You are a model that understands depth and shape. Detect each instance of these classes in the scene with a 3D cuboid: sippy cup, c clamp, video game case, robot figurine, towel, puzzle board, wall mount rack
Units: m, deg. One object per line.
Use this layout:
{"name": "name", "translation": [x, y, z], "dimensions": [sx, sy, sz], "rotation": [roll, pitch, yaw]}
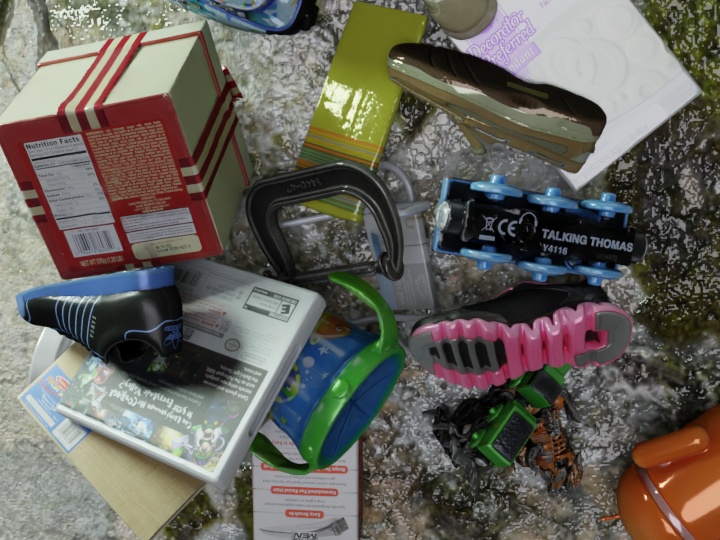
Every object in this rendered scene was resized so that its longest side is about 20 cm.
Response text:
{"name": "sippy cup", "translation": [-0.049, 0.091, 0.942], "dimensions": [0.130, 0.140, 0.178], "rotation": [34, 75, 18]}
{"name": "c clamp", "translation": [-0.031, -0.019, 0.956], "dimensions": [0.200, 0.027, 0.171], "rotation": [-15, 106, 42]}
{"name": "video game case", "translation": [-0.151, 0.077, 0.902], "dimensions": [0.200, 0.023, 0.182], "rotation": [16, 67, 32]}
{"name": "robot figurine", "translation": [0.332, 0.207, 0.988], "dimensions": [0.200, 0.144, 0.117], "rotation": [-39, 63, 13]}
{"name": "towel", "translation": [-0.002, -0.148, 0.955], "dimensions": [0.086, 0.018, 0.200], "rotation": [21, 93, 30]}
{"name": "puzzle board", "translation": [-0.199, 0.126, 0.930], "dimensions": [0.200, 0.017, 0.151], "rotation": [39, 77, 27]}
{"name": "wall mount rack", "translation": [0.000, 0.000, 1.002], "dimensions": [0.174, 0.075, 0.200], "rotation": [-3, 104, 40]}

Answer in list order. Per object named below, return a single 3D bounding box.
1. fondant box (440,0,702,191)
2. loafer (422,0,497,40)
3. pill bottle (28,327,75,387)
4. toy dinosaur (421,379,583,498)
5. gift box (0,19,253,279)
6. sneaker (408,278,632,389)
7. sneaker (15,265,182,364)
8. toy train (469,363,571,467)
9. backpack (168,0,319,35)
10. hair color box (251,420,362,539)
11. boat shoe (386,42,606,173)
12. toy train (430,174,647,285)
{"name": "fondant box", "translation": [0.190, -0.195, 0.940], "dimensions": [0.144, 0.058, 0.200], "rotation": [-39, 95, 14]}
{"name": "loafer", "translation": [0.054, -0.297, 0.900], "dimensions": [0.076, 0.068, 0.200], "rotation": [-35, 73, 12]}
{"name": "pill bottle", "translation": [-0.218, 0.112, 1.025], "dimensions": [0.200, 0.116, 0.116], "rotation": [14, 104, 3]}
{"name": "toy dinosaur", "translation": [0.141, 0.144, 1.022], "dimensions": [0.136, 0.102, 0.200], "rotation": [-33, 79, -3]}
{"name": "gift box", "translation": [-0.208, -0.104, 0.944], "dimensions": [0.184, 0.187, 0.200], "rotation": [-4, 124, 7]}
{"name": "sneaker", "translation": [0.141, 0.048, 0.939], "dimensions": [0.199, 0.095, 0.079], "rotation": [-6, 126, -1]}
{"name": "sneaker", "translation": [-0.233, 0.045, 0.903], "dimensions": [0.200, 0.070, 0.078], "rotation": [-8, 91, 40]}
{"name": "toy train", "translation": [0.171, 0.102, 0.964], "dimensions": [0.042, 0.056, 0.200], "rotation": [41, 68, -5]}
{"name": "backpack", "translation": [-0.127, -0.316, 0.902], "dimensions": [0.200, 0.147, 0.183], "rotation": [18, 101, 5]}
{"name": "hair color box", "translation": [-0.053, 0.182, 1.050], "dimensions": [0.111, 0.064, 0.201], "rotation": [2, 101, 5]}
{"name": "boat shoe", "translation": [0.111, -0.137, 0.906], "dimensions": [0.200, 0.072, 0.076], "rotation": [23, 125, 6]}
{"name": "toy train", "translation": [0.157, -0.037, 0.932], "dimensions": [0.200, 0.114, 0.087], "rotation": [7, 95, -13]}
